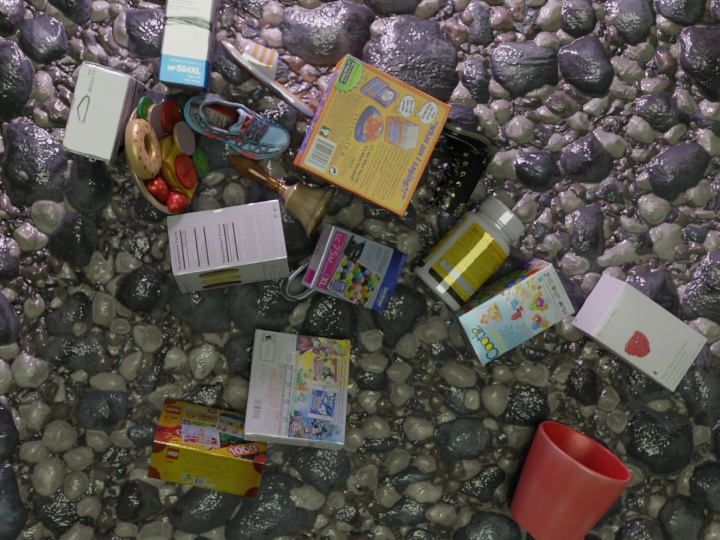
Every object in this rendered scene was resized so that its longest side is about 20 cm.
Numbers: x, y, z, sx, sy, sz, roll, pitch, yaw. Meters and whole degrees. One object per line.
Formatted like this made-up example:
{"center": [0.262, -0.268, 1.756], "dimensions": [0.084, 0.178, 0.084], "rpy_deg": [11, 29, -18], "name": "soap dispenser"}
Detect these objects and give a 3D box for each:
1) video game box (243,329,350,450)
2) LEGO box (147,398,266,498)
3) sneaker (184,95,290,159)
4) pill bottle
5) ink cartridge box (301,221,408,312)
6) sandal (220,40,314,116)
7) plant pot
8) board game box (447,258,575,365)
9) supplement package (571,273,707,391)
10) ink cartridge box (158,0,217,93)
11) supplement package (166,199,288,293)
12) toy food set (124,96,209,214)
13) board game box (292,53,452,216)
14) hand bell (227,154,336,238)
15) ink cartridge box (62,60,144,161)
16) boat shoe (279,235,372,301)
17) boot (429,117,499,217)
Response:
{"center": [-0.113, 0.215, 1.722], "dimensions": [0.179, 0.047, 0.203], "rpy_deg": [7, 63, -6], "name": "video game box"}
{"center": [-0.270, 0.317, 1.705], "dimensions": [0.197, 0.149, 0.078], "rpy_deg": [13, 111, -9], "name": "LEGO box"}
{"center": [-0.210, -0.248, 1.666], "dimensions": [0.197, 0.095, 0.081], "rpy_deg": [15, 89, -22], "name": "sneaker"}
{"center": [0.202, -0.034, 1.743], "dimensions": [0.114, 0.114, 0.200], "rpy_deg": [43, 91, -10], "name": "pill bottle"}
{"center": [0.000, 0.000, 1.722], "dimensions": [0.198, 0.042, 0.121], "rpy_deg": [20, 93, -37], "name": "ink cartridge box"}
{"center": [-0.155, -0.354, 1.685], "dimensions": [0.206, 0.079, 0.060], "rpy_deg": [35, 90, -18], "name": "sandal"}
{"center": [0.384, 0.412, 1.790], "dimensions": [0.198, 0.201, 0.179], "rpy_deg": [24, 103, -9], "name": "plant pot"}
{"center": [0.278, 0.074, 1.771], "dimensions": [0.198, 0.103, 0.106], "rpy_deg": [-29, 100, -3], "name": "board game box"}
{"center": [0.524, 0.116, 1.797], "dimensions": [0.199, 0.120, 0.122], "rpy_deg": [33, 93, -9], "name": "supplement package"}
{"center": [-0.289, -0.414, 1.622], "dimensions": [0.083, 0.146, 0.203], "rpy_deg": [8, 96, -7], "name": "ink cartridge box"}
{"center": [-0.232, -0.041, 1.676], "dimensions": [0.197, 0.114, 0.111], "rpy_deg": [-9, 73, -5], "name": "supplement package"}
{"center": [-0.335, -0.198, 1.626], "dimensions": [0.048, 0.199, 0.201], "rpy_deg": [-12, 129, 22], "name": "toy food set"}
{"center": [0.014, -0.232, 1.653], "dimensions": [0.198, 0.200, 0.202], "rpy_deg": [25, 93, -9], "name": "board game box"}
{"center": [-0.152, -0.153, 1.711], "dimensions": [0.198, 0.104, 0.105], "rpy_deg": [30, 93, 2], "name": "hand bell"}
{"center": [-0.428, -0.262, 1.596], "dimensions": [0.082, 0.200, 0.149], "rpy_deg": [14, 96, -7], "name": "ink cartridge box"}
{"center": [-0.056, -0.002, 1.742], "dimensions": [0.198, 0.062, 0.074], "rpy_deg": [-27, 96, -4], "name": "boat shoe"}
{"center": [0.171, -0.179, 1.693], "dimensions": [0.073, 0.203, 0.155], "rpy_deg": [31, 98, 25], "name": "boot"}
